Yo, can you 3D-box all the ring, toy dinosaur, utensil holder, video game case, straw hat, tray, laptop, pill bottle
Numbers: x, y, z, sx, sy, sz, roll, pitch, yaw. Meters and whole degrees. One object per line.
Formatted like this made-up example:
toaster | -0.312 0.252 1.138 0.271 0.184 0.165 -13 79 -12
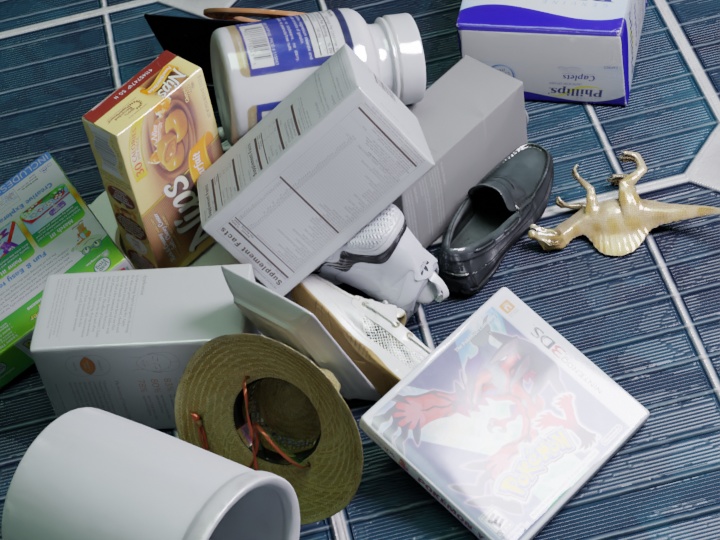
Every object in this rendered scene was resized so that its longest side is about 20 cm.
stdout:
ring | -0.076 -0.268 1.923 0.198 0.200 0.019 7 92 16
toy dinosaur | 0.267 -0.062 1.742 0.198 0.058 0.102 -9 61 11
utensil holder | -0.177 0.220 1.470 0.199 0.171 0.170 19 53 29
video game case | 0.130 0.133 1.558 0.182 0.023 0.200 41 64 17
straw hat | -0.065 0.124 1.544 0.200 0.203 0.085 17 32 24
tray | -0.055 0.066 1.577 0.107 0.200 0.022 26 75 29
laptop | -0.105 -0.256 1.894 0.185 0.117 0.200 7 32 18
pill bottle | -0.042 -0.195 1.726 0.198 0.120 0.120 -10 46 -11

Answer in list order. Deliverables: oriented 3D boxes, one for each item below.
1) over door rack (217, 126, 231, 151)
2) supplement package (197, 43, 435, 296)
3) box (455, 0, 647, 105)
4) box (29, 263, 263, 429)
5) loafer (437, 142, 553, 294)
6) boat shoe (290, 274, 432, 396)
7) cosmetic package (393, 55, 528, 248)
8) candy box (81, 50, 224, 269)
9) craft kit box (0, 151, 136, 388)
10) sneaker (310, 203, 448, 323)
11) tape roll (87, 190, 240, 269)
over door rack | -0.088 -0.135 1.816 0.198 0.067 0.148 14 28 23
supplement package | -0.046 -0.093 1.641 0.200 0.114 0.110 -40 26 13
box | 0.215 -0.289 1.915 0.182 0.105 0.201 4 49 15
box | -0.192 0.074 1.634 0.198 0.125 0.098 -2 47 7
loafer | 0.138 -0.063 1.741 0.068 0.071 0.201 19 53 25
boat shoe | 0.016 0.062 1.651 0.069 0.071 0.200 -37 61 -24
cosmetic package | 0.080 -0.115 1.777 0.090 0.107 0.200 27 55 30
candy box | -0.189 -0.097 1.690 0.055 0.201 0.115 29 57 33
craft kit box | -0.346 0.002 1.755 0.199 0.049 0.198 -37 48 -5
sneaker | 0.000 0.000 1.707 0.199 0.115 0.075 -10 39 53
tape roll | -0.197 -0.029 1.792 0.201 0.037 0.204 -5 48 5
